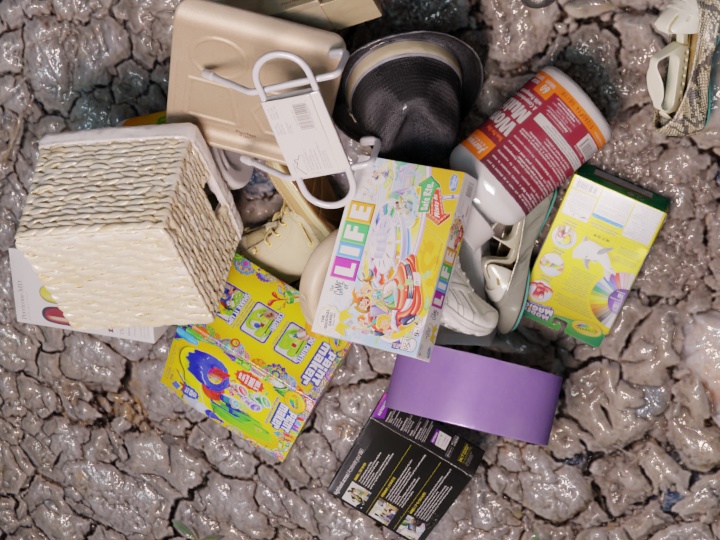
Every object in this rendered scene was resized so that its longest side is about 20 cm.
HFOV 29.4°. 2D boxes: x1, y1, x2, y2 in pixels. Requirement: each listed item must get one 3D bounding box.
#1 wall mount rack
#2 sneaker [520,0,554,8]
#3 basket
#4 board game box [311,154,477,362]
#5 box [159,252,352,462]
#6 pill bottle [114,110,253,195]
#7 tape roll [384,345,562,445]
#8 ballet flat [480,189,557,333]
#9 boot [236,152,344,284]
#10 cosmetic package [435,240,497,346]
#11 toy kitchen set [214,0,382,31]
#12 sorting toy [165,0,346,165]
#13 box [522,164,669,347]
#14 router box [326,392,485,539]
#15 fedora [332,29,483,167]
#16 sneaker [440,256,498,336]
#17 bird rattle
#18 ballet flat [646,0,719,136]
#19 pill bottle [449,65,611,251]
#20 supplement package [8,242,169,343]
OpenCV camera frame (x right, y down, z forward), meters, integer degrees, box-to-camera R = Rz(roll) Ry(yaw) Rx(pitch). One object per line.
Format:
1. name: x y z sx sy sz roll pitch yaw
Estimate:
1. wall mount rack: -0.078 -0.159 1.459 0.173 0.075 0.200 -7 128 19
2. sneaker: 0.162 -0.361 1.432 0.075 0.116 0.201 -4 113 21
3. basket: -0.261 -0.046 1.583 0.199 0.161 0.198 -4 142 14
4. board game box: 0.036 -0.015 1.464 0.134 0.034 0.201 12 84 32
5. box: -0.129 0.109 1.717 0.192 0.122 0.200 31 147 3
6. pill bottle: -0.241 -0.138 1.682 0.199 0.111 0.111 -9 111 23
7. tape roll: 0.134 0.145 1.632 0.199 0.200 0.085 12 86 14
8. ballet flat: 0.172 -0.024 1.605 0.064 0.067 0.201 9 107 -21
9. boot: -0.098 -0.059 1.675 0.155 0.073 0.200 -16 134 28
10. cosmetic package: 0.082 -0.008 1.669 0.150 0.052 0.201 0 115 18
11. toy kitchen set: -0.041 -0.284 1.562 0.199 0.164 0.181 -13 138 23
12. sorting toy: -0.118 -0.206 1.508 0.185 0.037 0.200 14 141 -2
13. box: 0.268 -0.014 1.605 0.117 0.048 0.200 24 118 6
14. router box: 0.055 0.261 1.777 0.149 0.051 0.200 30 138 2
15. fedora: 0.056 -0.173 1.519 0.200 0.092 0.201 -9 150 -6
16. sneaker: 0.094 0.008 1.557 0.200 0.078 0.100 27 88 -37
17. bird rattle: 0.000 0.000 1.575 0.113 0.163 0.200 35 134 30
18. ballet flat: 0.342 -0.233 1.453 0.075 0.068 0.201 -8 120 -18
19. pill bottle: 0.169 -0.121 1.508 0.200 0.110 0.110 -42 97 2
20. supplement package: -0.340 0.010 1.790 0.199 0.110 0.114 7 116 16
